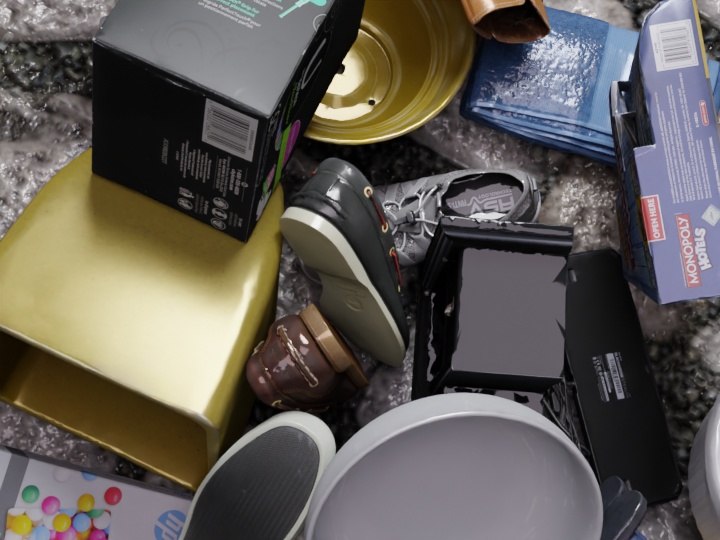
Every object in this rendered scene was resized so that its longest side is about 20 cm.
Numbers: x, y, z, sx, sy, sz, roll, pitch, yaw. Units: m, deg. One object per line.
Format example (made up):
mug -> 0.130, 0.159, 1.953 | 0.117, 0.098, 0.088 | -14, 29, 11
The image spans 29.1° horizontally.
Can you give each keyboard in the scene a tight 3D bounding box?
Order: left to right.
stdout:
keyboard -> 0.177, 0.087, 1.071 | 0.103, 0.040, 0.203 | -7, 76, -25

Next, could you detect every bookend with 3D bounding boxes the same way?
bookend -> 0.086, 0.084, 0.980 | 0.091, 0.199, 0.203 | 4, 79, -1

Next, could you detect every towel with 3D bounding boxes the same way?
towel -> 0.185, -0.145, 1.102 | 0.197, 0.049, 0.113 | 16, 79, 4

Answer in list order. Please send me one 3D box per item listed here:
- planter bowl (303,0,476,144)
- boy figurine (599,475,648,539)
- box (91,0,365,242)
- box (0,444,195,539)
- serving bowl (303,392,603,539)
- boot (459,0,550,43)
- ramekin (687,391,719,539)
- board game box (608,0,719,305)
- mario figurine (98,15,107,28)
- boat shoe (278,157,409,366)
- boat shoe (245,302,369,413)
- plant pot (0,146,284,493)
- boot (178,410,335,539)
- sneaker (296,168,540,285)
planter bowl -> -0.014, -0.174, 1.083 | 0.197, 0.084, 0.203 | 2, 71, -6
boy figurine -> 0.239, 0.239, 0.992 | 0.200, 0.124, 0.065 | 42, 87, -11
box -> -0.082, -0.155, 0.930 | 0.123, 0.149, 0.201 | 23, 58, 3
box -> -0.226, 0.213, 0.981 | 0.198, 0.041, 0.158 | 20, 87, -26
serving bowl -> 0.056, 0.159, 0.911 | 0.197, 0.066, 0.203 | -5, 119, -8
boot -> 0.111, -0.245, 1.065 | 0.198, 0.074, 0.156 | -11, 66, -42
ramekin -> 0.329, 0.153, 1.001 | 0.199, 0.094, 0.205 | 4, 67, -9
board game box -> 0.216, -0.065, 0.997 | 0.061, 0.200, 0.203 | -8, 80, 4
mario figurine -> -0.169, -0.247, 1.045 | 0.105, 0.200, 0.125 | -22, 79, -5
boat shoe -> 0.002, 0.001, 1.007 | 0.073, 0.202, 0.063 | 19, 62, 30
boat shoe -> -0.041, 0.067, 0.985 | 0.070, 0.200, 0.071 | -37, 78, 0
plant pot -> -0.146, 0.016, 1.005 | 0.193, 0.195, 0.202 | 24, 67, 5
boot -> -0.069, 0.170, 0.979 | 0.072, 0.144, 0.201 | 37, 107, 10
sneaker -> 0.044, -0.045, 1.064 | 0.197, 0.082, 0.076 | -18, 79, -3
